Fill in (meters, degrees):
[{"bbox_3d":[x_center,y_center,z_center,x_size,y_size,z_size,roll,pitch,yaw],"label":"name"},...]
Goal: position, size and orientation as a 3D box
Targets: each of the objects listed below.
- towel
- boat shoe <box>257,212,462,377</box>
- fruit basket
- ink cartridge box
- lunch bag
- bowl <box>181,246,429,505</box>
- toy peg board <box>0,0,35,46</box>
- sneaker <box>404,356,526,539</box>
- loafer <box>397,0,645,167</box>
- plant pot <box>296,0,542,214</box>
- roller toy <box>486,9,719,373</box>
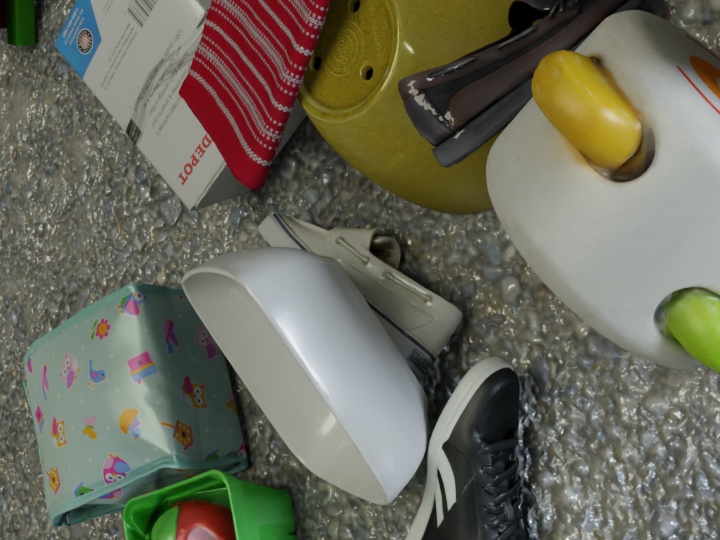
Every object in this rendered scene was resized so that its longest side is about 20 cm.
[{"bbox_3d":[-0.072,-0.174,0.840,0.145,0.022,0.200,55,133,42],"label":"towel"},{"bbox_3d":[0.000,0.000,0.924,0.070,0.071,0.200,-48,50,-4],"label":"boat shoe"},{"bbox_3d":[-0.146,0.268,0.937,0.155,0.215,0.216,-24,71,38],"label":"fruit basket"},{"bbox_3d":[-0.142,-0.172,0.998,0.200,0.084,0.145,50,127,13],"label":"ink cartridge box"},{"bbox_3d":[-0.213,0.122,1.060,0.200,0.122,0.171,-26,71,31],"label":"lunch bag"},{"bbox_3d":[-0.034,0.062,0.869,0.200,0.075,0.200,56,161,-12],"label":"bowl"},{"bbox_3d":[-0.448,-0.290,1.254,0.199,0.200,0.098,23,117,40],"label":"toy peg board"},{"bbox_3d":[0.098,0.167,0.821,0.112,0.073,0.200,30,115,35],"label":"sneaker"},{"bbox_3d":[0.106,-0.145,0.755,0.063,0.200,0.072,50,157,-4],"label":"loafer"},{"bbox_3d":[0.034,-0.146,0.845,0.200,0.142,0.201,-4,84,41],"label":"plant pot"},{"bbox_3d":[0.176,-0.052,0.684,0.200,0.182,0.140,41,117,-1],"label":"roller toy"}]
